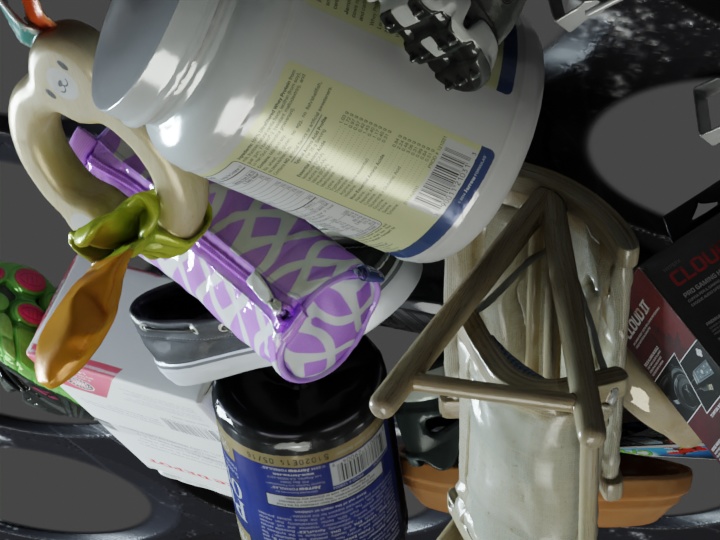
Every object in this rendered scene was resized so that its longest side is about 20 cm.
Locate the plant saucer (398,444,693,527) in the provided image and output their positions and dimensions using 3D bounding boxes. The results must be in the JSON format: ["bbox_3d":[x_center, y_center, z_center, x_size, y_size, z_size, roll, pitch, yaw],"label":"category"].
[{"bbox_3d":[0.119,0.141,1.838,0.199,0.038,0.200,3,-178,0],"label":"plant saucer"}]

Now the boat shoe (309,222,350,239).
[{"bbox_3d":[0.000,-0.051,1.616,0.075,0.062,0.200,-1,177,-4],"label":"boat shoe"}]

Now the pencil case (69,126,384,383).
[{"bbox_3d":[-0.079,-0.015,1.597,0.200,0.084,0.085,37,-158,30],"label":"pencil case"}]

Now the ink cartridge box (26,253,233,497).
[{"bbox_3d":[-0.110,0.080,1.875,0.145,0.085,0.200,15,159,28],"label":"ink cartridge box"}]

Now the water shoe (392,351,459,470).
[{"bbox_3d":[0.103,0.081,1.777,0.199,0.079,0.071,-8,-173,-32],"label":"water shoe"}]

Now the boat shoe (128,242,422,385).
[{"bbox_3d":[-0.057,0.013,1.669,0.199,0.070,0.066,-16,126,37],"label":"boat shoe"}]

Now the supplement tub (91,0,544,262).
[{"bbox_3d":[-0.022,-0.101,1.424,0.199,0.146,0.145,22,152,-21],"label":"supplement tub"}]

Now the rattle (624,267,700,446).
[{"bbox_3d":[0.172,-0.001,1.653,0.143,0.130,0.200,-30,109,39],"label":"rattle"}]

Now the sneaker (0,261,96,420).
[{"bbox_3d":[-0.227,0.058,1.916,0.083,0.077,0.200,-9,148,26],"label":"sneaker"}]

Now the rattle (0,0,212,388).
[{"bbox_3d":[-0.175,-0.065,1.487,0.130,0.143,0.200,28,150,46],"label":"rattle"}]

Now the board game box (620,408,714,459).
[{"bbox_3d":[0.148,0.087,1.896,0.199,0.035,0.126,2,155,14],"label":"board game box"}]

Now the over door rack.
[{"bbox_3d":[0.213,-0.117,1.411,0.200,0.067,0.148,-14,146,40],"label":"over door rack"}]

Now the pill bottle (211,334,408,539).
[{"bbox_3d":[-0.028,0.136,1.783,0.111,0.112,0.201,3,133,12],"label":"pill bottle"}]

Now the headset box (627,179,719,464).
[{"bbox_3d":[0.246,0.037,1.549,0.149,0.200,0.077,-31,166,-23],"label":"headset box"}]

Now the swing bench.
[{"bbox_3d":[0.086,0.078,1.528,0.129,0.200,0.199,8,135,11],"label":"swing bench"}]

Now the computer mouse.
[{"bbox_3d":[0.000,0.000,1.747,0.199,0.053,0.139,10,168,17],"label":"computer mouse"}]

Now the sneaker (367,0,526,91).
[{"bbox_3d":[0.011,-0.185,1.339,0.200,0.091,0.066,46,158,-14],"label":"sneaker"}]
